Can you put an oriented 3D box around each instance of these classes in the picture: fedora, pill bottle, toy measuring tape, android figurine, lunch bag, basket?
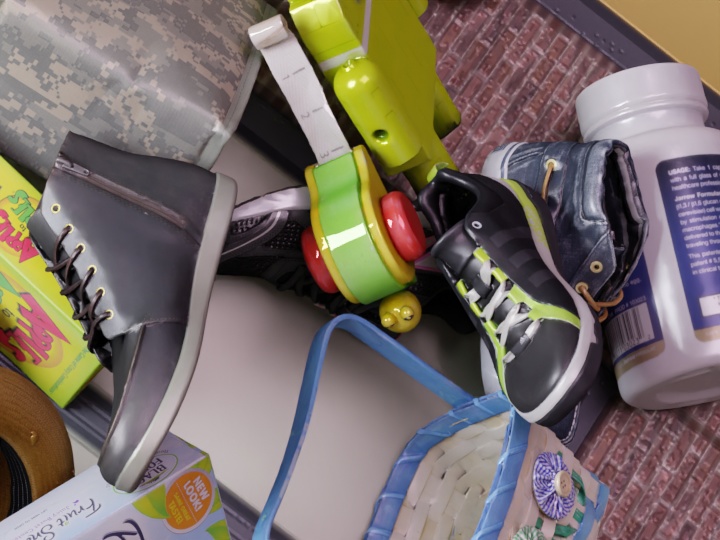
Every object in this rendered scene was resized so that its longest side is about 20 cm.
[{"bbox_3d":[-0.248,0.134,1.570,0.200,0.082,0.201,-20,122,-35],"label":"fedora"},{"bbox_3d":[0.196,-0.023,1.812,0.111,0.111,0.200,-5,73,-23],"label":"pill bottle"},{"bbox_3d":[-0.015,-0.049,1.667,0.074,0.074,0.200,-34,107,-28],"label":"toy measuring tape"},{"bbox_3d":[0.007,-0.143,1.753,0.200,0.041,0.182,60,21,-31],"label":"android figurine"},{"bbox_3d":[-0.145,-0.135,1.714,0.164,0.118,0.200,31,34,-8],"label":"lunch bag"},{"bbox_3d":[0.039,0.138,1.672,0.200,0.139,0.177,28,57,-18],"label":"basket"}]

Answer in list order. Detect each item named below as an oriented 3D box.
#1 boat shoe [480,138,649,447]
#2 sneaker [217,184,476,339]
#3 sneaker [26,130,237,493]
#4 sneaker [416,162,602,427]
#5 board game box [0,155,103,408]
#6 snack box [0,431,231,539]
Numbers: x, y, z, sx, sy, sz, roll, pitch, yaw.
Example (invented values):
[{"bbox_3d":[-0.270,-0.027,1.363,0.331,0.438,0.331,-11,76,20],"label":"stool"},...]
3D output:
[{"bbox_3d":[0.126,0.019,1.751,0.071,0.091,0.201,-5,90,-53],"label":"boat shoe"},{"bbox_3d":[0.000,0.000,1.746,0.200,0.080,0.087,0,72,-21],"label":"sneaker"},{"bbox_3d":[-0.141,0.022,1.576,0.106,0.075,0.200,18,57,-10],"label":"sneaker"},{"bbox_3d":[0.074,0.011,1.661,0.083,0.072,0.200,22,29,-29],"label":"sneaker"},{"bbox_3d":[-0.216,-0.018,1.654,0.200,0.102,0.048,44,61,-1],"label":"board game box"},{"bbox_3d":[-0.159,0.196,1.580,0.200,0.053,0.142,-31,126,-29],"label":"snack box"}]
